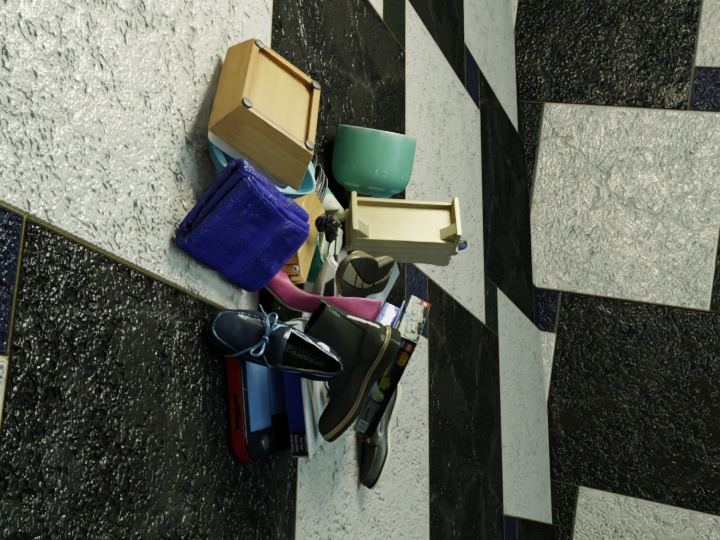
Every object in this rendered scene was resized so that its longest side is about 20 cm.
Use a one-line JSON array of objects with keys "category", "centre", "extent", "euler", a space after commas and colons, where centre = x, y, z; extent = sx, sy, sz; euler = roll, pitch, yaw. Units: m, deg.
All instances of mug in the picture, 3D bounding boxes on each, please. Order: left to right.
[{"category": "mug", "centre": [0.026, -0.198, 1.737], "extent": [0.185, 0.150, 0.116], "euler": [-8, 108, -72]}]

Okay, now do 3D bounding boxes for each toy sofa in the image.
[{"category": "toy sofa", "centre": [0.071, -0.071, 1.621], "extent": [0.098, 0.196, 0.084], "euler": [102, -12, -56]}]

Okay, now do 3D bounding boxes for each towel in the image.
[{"category": "towel", "centre": [-0.154, -0.053, 1.296], "extent": [0.148, 0.049, 0.200], "euler": [-52, 148, -1]}]

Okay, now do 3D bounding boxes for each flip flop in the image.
[{"category": "flip flop", "centre": [0.000, 0.000, 1.518], "extent": [0.082, 0.057, 0.199], "euler": [-64, 162, 13]}]

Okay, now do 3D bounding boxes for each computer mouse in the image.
[{"category": "computer mouse", "centre": [-0.056, 0.013, 1.499], "extent": [0.110, 0.043, 0.204], "euler": [5, 86, -87]}]

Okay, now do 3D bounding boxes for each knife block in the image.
[{"category": "knife block", "centre": [-0.097, -0.084, 1.517], "extent": [0.175, 0.063, 0.204], "euler": [-12, 95, -67]}]

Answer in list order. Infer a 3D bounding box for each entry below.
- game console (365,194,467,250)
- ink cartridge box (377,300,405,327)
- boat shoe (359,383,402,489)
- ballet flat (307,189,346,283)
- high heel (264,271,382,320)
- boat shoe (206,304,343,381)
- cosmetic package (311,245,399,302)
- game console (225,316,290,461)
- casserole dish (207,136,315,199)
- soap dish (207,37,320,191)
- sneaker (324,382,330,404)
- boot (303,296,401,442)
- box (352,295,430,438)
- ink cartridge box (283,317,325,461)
[{"category": "game console", "centre": [0.093, -0.085, 1.760], "extent": [0.200, 0.168, 0.121], "euler": [-176, -101, -82]}, {"category": "ink cartridge box", "centre": [0.024, 0.139, 1.633], "extent": [0.120, 0.041, 0.201], "euler": [-63, 177, -32]}, {"category": "boat shoe", "centre": [0.024, 0.296, 1.726], "extent": [0.062, 0.073, 0.205], "euler": [20, 71, -25]}, {"category": "ballet flat", "centre": [-0.057, -0.073, 1.605], "extent": [0.067, 0.069, 0.203], "euler": [42, 45, -50]}, {"category": "high heel", "centre": [-0.066, 0.029, 1.419], "extent": [0.199, 0.096, 0.067], "euler": [39, 3, 0]}, {"category": "boat shoe", "centre": [-0.111, 0.096, 1.290], "extent": [0.069, 0.197, 0.086], "euler": [168, -65, -71]}, {"category": "cosmetic package", "centre": [-0.008, 0.027, 1.662], "extent": [0.200, 0.100, 0.072], "euler": [-57, 136, -56]}, {"category": "game console", "centre": [-0.143, 0.170, 1.384], "extent": [0.176, 0.031, 0.204], "euler": [6, 79, -67]}, {"category": "casserole dish", "centre": [-0.147, -0.154, 1.367], "extent": [0.198, 0.039, 0.122], "euler": [-3, 62, -51]}, {"category": "soap dish", "centre": [-0.132, -0.230, 1.349], "extent": [0.156, 0.081, 0.202], "euler": [33, 38, -27]}, {"category": "sneaker", "centre": [-0.032, 0.198, 1.533], "extent": [0.201, 0.071, 0.073], "euler": [115, -23, -50]}, {"category": "boot", "centre": [-0.047, 0.143, 1.394], "extent": [0.202, 0.137, 0.078], "euler": [-60, -164, 11]}, {"category": "box", "centre": [0.052, 0.158, 1.541], "extent": [0.137, 0.039, 0.202], "euler": [-64, 177, -62]}, {"category": "ink cartridge box", "centre": [-0.091, 0.176, 1.434], "extent": [0.200, 0.040, 0.203], "euler": [1, 83, -85]}]
